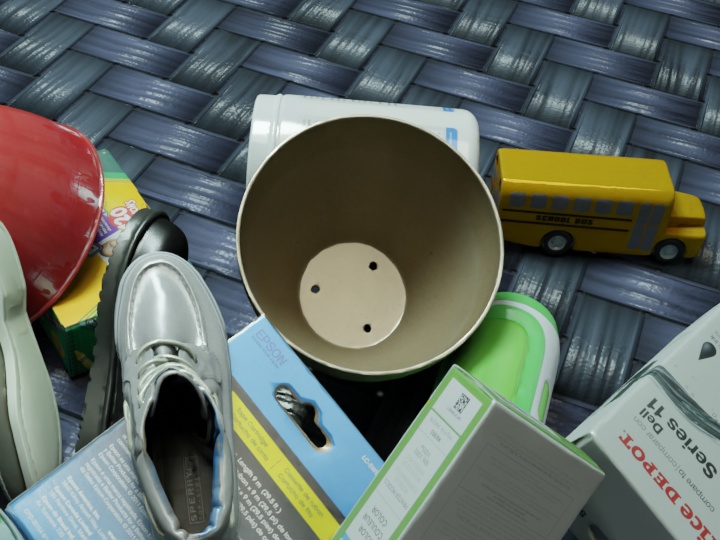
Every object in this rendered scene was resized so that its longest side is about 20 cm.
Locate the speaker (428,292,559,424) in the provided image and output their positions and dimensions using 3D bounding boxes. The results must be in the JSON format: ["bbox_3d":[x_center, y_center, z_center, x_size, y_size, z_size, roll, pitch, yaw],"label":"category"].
[{"bbox_3d":[0.093,0.108,0.790,0.087,0.089,0.201,15,43,10],"label":"speaker"}]

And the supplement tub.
[{"bbox_3d":[0.002,-0.085,0.958,0.196,0.133,0.133,5,42,0],"label":"supplement tub"}]

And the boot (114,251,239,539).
[{"bbox_3d":[-0.103,0.068,0.623,0.072,0.096,0.203,-10,69,-14],"label":"boot"}]

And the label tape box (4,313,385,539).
[{"bbox_3d":[-0.097,0.148,0.678,0.199,0.063,0.145,-36,78,-22],"label":"label tape box"}]

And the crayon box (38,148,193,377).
[{"bbox_3d":[-0.228,-0.013,0.906,0.118,0.059,0.200,-21,49,-26],"label":"crayon box"}]

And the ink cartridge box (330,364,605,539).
[{"bbox_3d":[0.047,0.171,0.649,0.103,0.201,0.059,34,1,-28],"label":"ink cartridge box"}]

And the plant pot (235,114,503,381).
[{"bbox_3d":[0.000,0.000,0.841,0.197,0.135,0.204,3,70,-7],"label":"plant pot"}]

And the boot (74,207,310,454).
[{"bbox_3d":[-0.109,0.066,0.776,0.155,0.079,0.215,6,79,6],"label":"boot"}]

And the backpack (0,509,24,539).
[{"bbox_3d":[-0.269,0.211,0.584,0.198,0.151,0.179,-15,71,-32],"label":"backpack"}]

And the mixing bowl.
[{"bbox_3d":[-0.310,-0.056,0.835,0.197,0.108,0.203,-12,60,22],"label":"mixing bowl"}]

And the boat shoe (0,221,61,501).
[{"bbox_3d":[-0.259,0.068,0.750,0.059,0.205,0.072,-13,1,2],"label":"boat shoe"}]

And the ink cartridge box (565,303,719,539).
[{"bbox_3d":[0.238,0.132,0.747,0.199,0.083,0.147,-33,78,-35],"label":"ink cartridge box"}]

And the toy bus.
[{"bbox_3d":[0.221,-0.062,0.994,0.196,0.079,0.066,4,42,-2],"label":"toy bus"}]
